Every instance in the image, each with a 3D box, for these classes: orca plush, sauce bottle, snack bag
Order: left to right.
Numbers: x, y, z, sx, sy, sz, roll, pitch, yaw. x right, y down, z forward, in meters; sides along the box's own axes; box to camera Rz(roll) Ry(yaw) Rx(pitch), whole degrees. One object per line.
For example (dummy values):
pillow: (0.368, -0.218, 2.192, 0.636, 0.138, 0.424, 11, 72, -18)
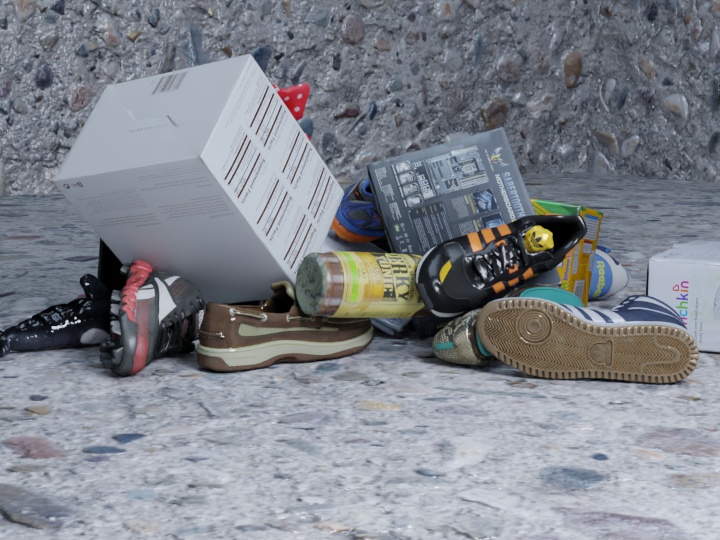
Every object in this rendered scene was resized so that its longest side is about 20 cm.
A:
orca plush: (-0.293, 0.037, 1.412, 0.200, 0.071, 0.105, -4, 9, -28)
snack bag: (0.000, 0.000, 1.550, 0.189, 0.021, 0.200, 30, 22, 15)
sauce bottle: (0.037, 0.014, 1.336, 0.200, 0.065, 0.065, 0, 7, -31)

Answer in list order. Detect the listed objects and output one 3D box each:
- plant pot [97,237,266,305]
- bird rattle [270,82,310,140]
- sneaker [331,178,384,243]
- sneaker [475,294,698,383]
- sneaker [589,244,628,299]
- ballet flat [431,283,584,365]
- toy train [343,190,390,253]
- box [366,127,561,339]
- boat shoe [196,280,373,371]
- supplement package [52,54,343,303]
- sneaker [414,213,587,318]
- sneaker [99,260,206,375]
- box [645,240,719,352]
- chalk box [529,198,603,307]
plant pot: (-0.180, -0.042, 1.632, 0.199, 0.200, 0.177, 2, -5, 14)
bird rattle: (-0.144, -0.158, 1.640, 0.163, 0.113, 0.200, -4, -1, -8)
sneaker: (0.057, -0.076, 1.614, 0.200, 0.075, 0.078, -9, -25, -36)
sneaker: (0.211, 0.057, 1.280, 0.200, 0.070, 0.109, 9, 14, 10)
sneaker: (0.272, -0.004, 1.751, 0.082, 0.074, 0.200, 0, 15, -13)
ballet flat: (0.140, 0.053, 1.360, 0.075, 0.068, 0.200, -10, 2, 42)
toy train: (0.008, -0.043, 1.716, 0.200, 0.114, 0.087, 2, 8, 14)
box: (0.108, -0.041, 1.461, 0.158, 0.200, 0.051, -16, -25, -3)
boat shoe: (-0.066, 0.048, 1.328, 0.202, 0.075, 0.075, -7, 11, -44)
supplement package: (-0.158, -0.084, 1.392, 0.191, 0.200, 0.147, -5, 47, 32)
sneaker: (0.138, -0.017, 1.324, 0.200, 0.070, 0.090, -21, -8, -43)
sneaker: (-0.195, 0.049, 1.323, 0.098, 0.071, 0.200, 15, 17, -7)
box: (0.409, 0.024, 1.435, 0.176, 0.097, 0.200, 4, 9, 27)
chalk box: (0.159, -0.026, 1.570, 0.200, 0.124, 0.125, 11, 4, 20)
